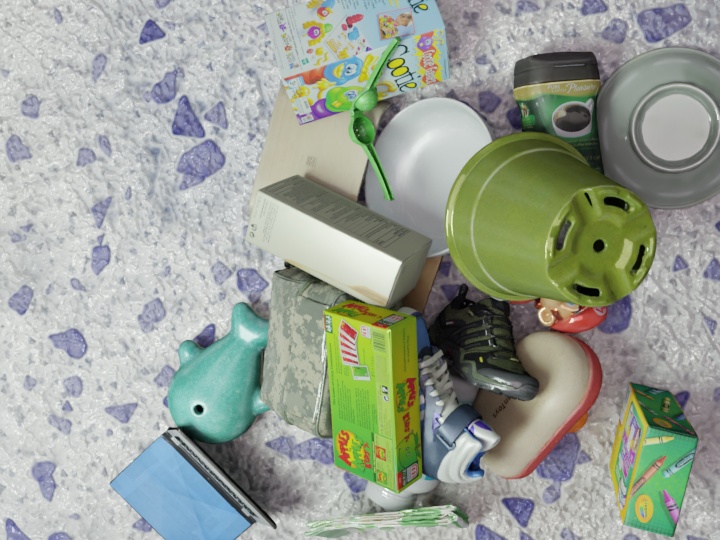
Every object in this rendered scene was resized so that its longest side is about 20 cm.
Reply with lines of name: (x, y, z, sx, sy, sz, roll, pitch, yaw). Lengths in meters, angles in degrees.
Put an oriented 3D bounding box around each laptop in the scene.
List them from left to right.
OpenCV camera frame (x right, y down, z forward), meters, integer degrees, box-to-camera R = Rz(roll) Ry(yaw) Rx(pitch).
laptop: (-0.237, 0.324, 1.194, 0.187, 0.200, 0.116, 46, 70, -6)

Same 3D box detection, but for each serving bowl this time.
serving bowl: (0.101, -0.112, 1.084, 0.199, 0.066, 0.201, -6, 81, 41)

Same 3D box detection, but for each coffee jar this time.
coffee jar: (0.245, -0.166, 1.059, 0.104, 0.085, 0.201, -6, 97, -12)

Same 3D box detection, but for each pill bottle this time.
pill bottle: (0.073, 0.213, 1.132, 0.110, 0.111, 0.201, 21, 100, 7)

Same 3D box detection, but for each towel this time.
towel: (0.039, 0.337, 1.138, 0.199, 0.153, 0.024, -10, 69, 11)

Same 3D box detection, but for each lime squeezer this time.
lime squeezer: (0.013, -0.186, 1.036, 0.038, 0.071, 0.201, -14, 123, -28)

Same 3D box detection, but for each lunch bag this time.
lunch bag: (-0.053, 0.095, 1.101, 0.167, 0.139, 0.201, 14, 99, 42)

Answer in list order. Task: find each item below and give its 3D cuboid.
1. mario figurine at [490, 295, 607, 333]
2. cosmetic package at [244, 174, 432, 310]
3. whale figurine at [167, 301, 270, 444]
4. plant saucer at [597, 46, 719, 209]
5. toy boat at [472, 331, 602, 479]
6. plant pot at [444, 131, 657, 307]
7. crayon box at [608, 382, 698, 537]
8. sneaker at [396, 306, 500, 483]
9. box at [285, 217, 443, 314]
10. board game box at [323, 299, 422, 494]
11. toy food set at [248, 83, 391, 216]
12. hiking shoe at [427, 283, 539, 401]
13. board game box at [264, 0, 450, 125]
mario figurine: (0.227, -0.003, 1.079, 0.200, 0.106, 0.124, 37, 102, 6)
cosmetic package: (-0.026, -0.037, 1.036, 0.199, 0.105, 0.071, 28, 117, 18)
whale figurine: (-0.186, 0.145, 1.174, 0.159, 0.104, 0.201, 33, 104, 5)
plant saucer: (0.383, -0.174, 1.056, 0.199, 0.050, 0.201, 1, 98, 10)
toy boat: (0.238, 0.174, 1.100, 0.130, 0.131, 0.200, 15, 122, -31)
plant pot: (0.214, -0.043, 0.923, 0.199, 0.190, 0.201, -3, 102, -13)
crayon box: (0.347, 0.220, 1.035, 0.058, 0.200, 0.119, 12, 99, 10)
sneaker: (0.102, 0.150, 1.003, 0.146, 0.080, 0.201, 11, 107, 33)
box: (0.000, 0.000, 1.163, 0.199, 0.021, 0.164, 20, 100, 8)
board game box: (0.015, 0.143, 0.986, 0.101, 0.048, 0.201, 13, 114, 41)
toy food set: (-0.054, -0.141, 1.130, 0.143, 0.060, 0.201, 18, 98, 15)
hiking shoe: (0.157, 0.085, 1.070, 0.076, 0.200, 0.101, 20, 100, -37)
board game box: (-0.001, -0.274, 1.055, 0.199, 0.103, 0.105, -17, 65, 3)
